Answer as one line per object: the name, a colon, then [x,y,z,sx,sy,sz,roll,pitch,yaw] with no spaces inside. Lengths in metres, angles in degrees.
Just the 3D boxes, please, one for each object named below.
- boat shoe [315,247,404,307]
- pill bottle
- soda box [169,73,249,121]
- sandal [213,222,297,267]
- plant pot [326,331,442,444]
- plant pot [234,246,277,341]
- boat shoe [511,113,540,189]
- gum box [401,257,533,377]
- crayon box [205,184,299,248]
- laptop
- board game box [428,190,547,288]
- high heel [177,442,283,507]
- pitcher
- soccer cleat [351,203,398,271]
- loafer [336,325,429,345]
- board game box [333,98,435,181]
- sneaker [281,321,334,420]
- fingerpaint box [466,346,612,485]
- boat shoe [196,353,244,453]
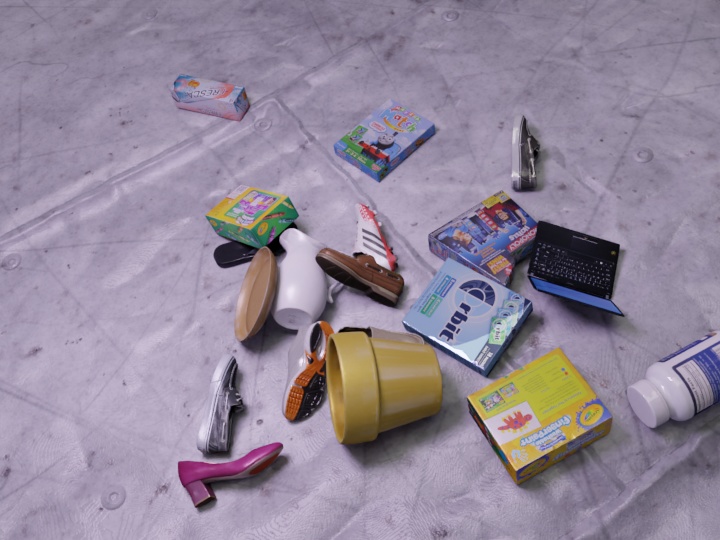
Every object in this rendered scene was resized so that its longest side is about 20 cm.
boat shoe: [0.000,0.000,1.646,0.200,0.072,0.068,32,69,-20]
pill bottle: [0.581,0.197,1.419,0.200,0.111,0.111,-26,55,-8]
soda box: [-0.392,-0.450,2.084,0.200,0.068,0.064,15,59,19]
sandal: [-0.234,-0.060,1.796,0.200,0.043,0.076,-22,54,-5]
plant pot: [0.044,0.209,1.473,0.188,0.201,0.201,-4,53,-10]
plant pot: [-0.212,0.050,1.646,0.027,0.200,0.200,16,52,-22]
boat shoe: [0.376,-0.269,1.818,0.063,0.071,0.200,0,63,12]
gum box: [0.212,0.090,1.592,0.200,0.045,0.170,30,74,27]
crayon box: [-0.244,-0.123,1.788,0.119,0.058,0.200,-44,36,-22]
laptop: [0.428,-0.008,1.569,0.177,0.103,0.200,17,67,0]
board game box: [0.280,-0.045,1.678,0.200,0.062,0.200,-31,57,-13]
high heel: [-0.245,0.349,1.490,0.200,0.067,0.096,-29,66,-6]
pitcher: [-0.102,0.025,1.677,0.171,0.121,0.200,13,52,-8]
soccer cleat: [0.013,-0.065,1.741,0.085,0.069,0.200,-20,58,-9]
loafer: [0.036,0.150,1.581,0.199,0.068,0.076,1,55,11]
board game box: [0.058,-0.317,1.928,0.200,0.037,0.151,-42,58,-19]
sneaker: [-0.114,0.198,1.585,0.092,0.076,0.200,-5,61,56]
fingerpaint box: [0.321,0.261,1.447,0.200,0.073,0.167,-27,54,-8]
boat shoe: [-0.261,0.262,1.567,0.071,0.072,0.200,8,67,5]
